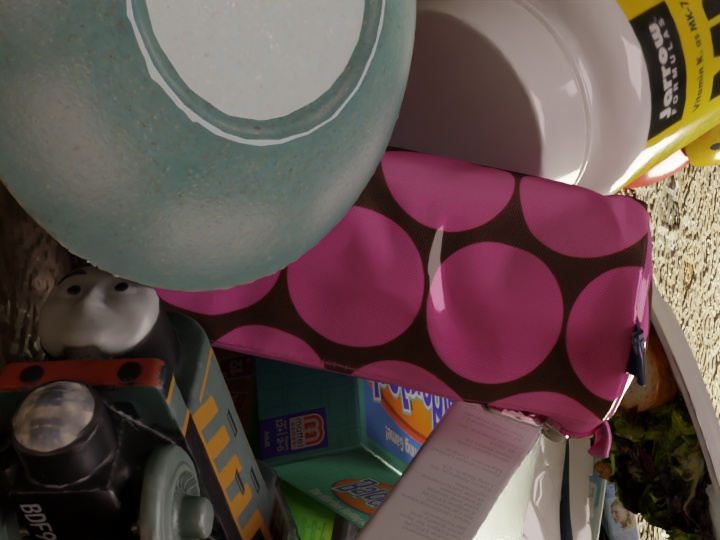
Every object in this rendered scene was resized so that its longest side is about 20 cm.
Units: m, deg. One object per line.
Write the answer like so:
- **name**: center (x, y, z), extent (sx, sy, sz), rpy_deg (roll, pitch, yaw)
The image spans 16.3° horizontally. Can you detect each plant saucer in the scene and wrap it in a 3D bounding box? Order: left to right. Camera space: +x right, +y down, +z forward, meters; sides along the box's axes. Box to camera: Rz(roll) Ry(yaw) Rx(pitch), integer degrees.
- **plant saucer**: center (-0.043, -0.094, 0.808), extent (0.200, 0.039, 0.203), rpy_deg (0, 90, -43)

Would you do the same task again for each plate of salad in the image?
- **plate of salad**: center (0.123, 0.064, 1.141), extent (0.200, 0.048, 0.201), rpy_deg (159, -90, -85)

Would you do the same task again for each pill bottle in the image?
- **pill bottle**: center (0.092, -0.092, 1.020), extent (0.200, 0.114, 0.115), rpy_deg (-33, 121, -43)

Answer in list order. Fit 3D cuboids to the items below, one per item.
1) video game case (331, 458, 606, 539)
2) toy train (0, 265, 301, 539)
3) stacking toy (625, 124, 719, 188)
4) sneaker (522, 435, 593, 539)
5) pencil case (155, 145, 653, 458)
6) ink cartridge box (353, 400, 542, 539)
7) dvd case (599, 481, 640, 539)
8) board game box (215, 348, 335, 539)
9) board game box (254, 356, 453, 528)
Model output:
- **video game case**: center (0.053, 0.098, 1.165), extent (0.182, 0.022, 0.201), rpy_deg (36, 54, -40)
- **toy train**: center (-0.071, 0.089, 0.857), extent (0.201, 0.085, 0.115), rpy_deg (70, 21, -45)
- **stacking toy**: center (0.162, -0.099, 1.278), extent (0.146, 0.198, 0.147), rpy_deg (-1, 90, -68)
- **sneaker**: center (0.052, 0.092, 1.095), extent (0.080, 0.076, 0.202), rpy_deg (-7, 84, -42)
- **pencil case**: center (0.007, 0.002, 0.903), extent (0.091, 0.198, 0.094), rpy_deg (-63, 165, -85)
- **ink cartridge box**: center (0.006, 0.173, 0.903), extent (0.200, 0.043, 0.200), rpy_deg (-43, 147, -61)
- **dvd case**: center (0.136, 0.164, 1.358), extent (0.143, 0.017, 0.202), rpy_deg (-111, -171, -72)
- **board game box**: center (-0.042, 0.119, 0.996), extent (0.096, 0.030, 0.201), rpy_deg (51, 41, -57)
- **board game box**: center (0.000, 0.000, 1.028), extent (0.152, 0.045, 0.202), rpy_deg (41, 41, -62)
